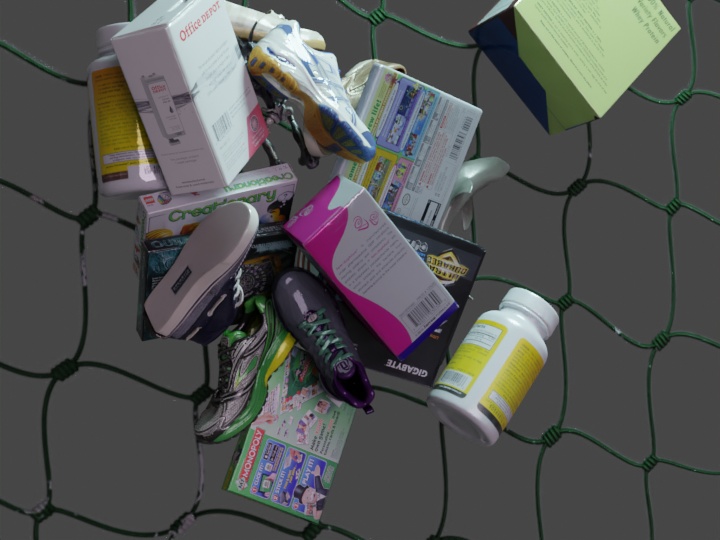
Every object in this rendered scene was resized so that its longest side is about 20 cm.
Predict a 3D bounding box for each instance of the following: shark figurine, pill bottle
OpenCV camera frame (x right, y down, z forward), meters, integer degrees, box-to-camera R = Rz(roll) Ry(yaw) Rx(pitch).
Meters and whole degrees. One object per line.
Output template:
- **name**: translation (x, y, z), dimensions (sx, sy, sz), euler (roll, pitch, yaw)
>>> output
- **shark figurine**: translation (0.131, -0.078, 1.783), dimensions (0.127, 0.089, 0.217), euler (25, 74, -20)
- **pill bottle**: translation (-0.272, -0.191, 1.589), dimensions (0.108, 0.109, 0.203), euler (-6, 88, -25)
- **pill bottle**: translation (0.184, 0.126, 1.774), dimensions (0.111, 0.111, 0.201), euler (41, 71, -16)

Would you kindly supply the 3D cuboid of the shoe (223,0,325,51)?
- **shoe**: translation (-0.135, -0.316, 1.686), dimensions (0.198, 0.070, 0.054), euler (8, 90, -22)

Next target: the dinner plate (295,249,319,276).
- **dinner plate**: translation (0.000, 0.000, 1.748), dimensions (0.198, 0.024, 0.203), euler (2, 85, -26)

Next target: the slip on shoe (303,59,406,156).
- **slip on shoe**: translation (-0.006, -0.213, 1.703), dimensions (0.200, 0.060, 0.077), euler (-46, 128, -46)

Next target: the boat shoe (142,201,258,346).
- **boat shoe**: translation (-0.168, 0.006, 1.559), dimensions (0.200, 0.075, 0.092), euler (-46, 141, 20)

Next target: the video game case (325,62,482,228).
- **video game case**: translation (0.054, -0.145, 1.710), dimensions (0.181, 0.022, 0.202), euler (18, 97, -36)

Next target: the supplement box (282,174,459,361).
- **supplement box**: translation (0.011, -0.005, 1.599), dimensions (0.101, 0.103, 0.200), euler (-42, 114, -5)

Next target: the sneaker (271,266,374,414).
- **sneaker**: translation (-0.036, 0.084, 1.609), dimensions (0.074, 0.087, 0.201), euler (-36, 116, -11)

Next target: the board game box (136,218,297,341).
- **board game box**: translation (-0.175, 0.011, 1.620), dimensions (0.198, 0.028, 0.137), euler (-9, 128, -26)

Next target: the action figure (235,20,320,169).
- **action figure**: translation (-0.124, -0.216, 1.668), dimensions (0.118, 0.102, 0.202), euler (-30, 114, -22)

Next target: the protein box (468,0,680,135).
- **protein box**: translation (0.301, -0.339, 1.857), dimensions (0.200, 0.135, 0.199), euler (-46, 104, -21)

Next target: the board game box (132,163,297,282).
- **board game box**: translation (-0.179, -0.058, 1.617), dimensions (0.198, 0.127, 0.035), euler (-16, 54, -25)

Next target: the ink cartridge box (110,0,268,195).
- **ink cartridge box**: translation (-0.194, -0.212, 1.535), dimensions (0.147, 0.082, 0.202), euler (-59, 136, -54)

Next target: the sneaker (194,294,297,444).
- **sneaker**: translation (-0.155, 0.121, 1.626), dimensions (0.085, 0.078, 0.202), euler (40, 68, -35)

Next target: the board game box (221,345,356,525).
- **board game box**: translation (-0.083, 0.207, 1.688), dimensions (0.133, 0.029, 0.202), euler (24, 76, -20)

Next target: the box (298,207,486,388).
- **box**: translation (0.039, 0.031, 1.699), dimensions (0.198, 0.050, 0.201), euler (19, 95, -23)

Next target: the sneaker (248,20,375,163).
- **sneaker**: translation (-0.042, -0.221, 1.609), dimensions (0.200, 0.075, 0.089), euler (45, 61, -20)
